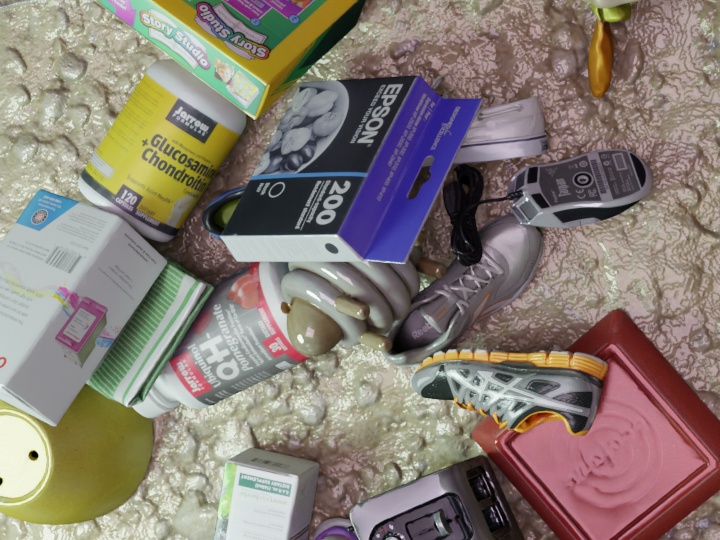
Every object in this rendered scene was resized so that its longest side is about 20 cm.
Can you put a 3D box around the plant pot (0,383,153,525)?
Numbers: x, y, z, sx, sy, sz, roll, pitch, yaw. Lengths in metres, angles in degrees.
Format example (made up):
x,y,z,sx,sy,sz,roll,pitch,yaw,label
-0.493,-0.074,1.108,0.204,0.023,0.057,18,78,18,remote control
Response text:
x,y,z,sx,sy,sz,roll,pitch,yaw,label
-0.330,0.177,1.712,0.200,0.142,0.200,1,96,14,plant pot

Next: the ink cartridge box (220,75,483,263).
x,y,z,sx,sy,sz,roll,pitch,yaw,label
-0.009,-0.095,1.543,0.200,0.043,0.198,2,53,37,ink cartridge box

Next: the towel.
x,y,z,sx,sy,sz,roll,pitch,yaw,label
-0.246,0.041,1.669,0.200,0.023,0.153,27,84,43,towel

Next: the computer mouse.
x,y,z,sx,sy,sz,roll,pitch,yaw,label
0.179,-0.065,1.589,0.200,0.044,0.110,-9,51,0,computer mouse

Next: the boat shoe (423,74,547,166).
x,y,z,sx,sy,sz,roll,pitch,yaw,label
0.076,-0.145,1.612,0.202,0.075,0.086,-4,95,12,boat shoe

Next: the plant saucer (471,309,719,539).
x,y,z,sx,sy,sz,roll,pitch,yaw,label
0.240,0.175,1.624,0.200,0.037,0.200,-42,86,15,plant saucer

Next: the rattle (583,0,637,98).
x,y,z,sx,sy,sz,roll,pitch,yaw,label
0.298,-0.259,1.549,0.200,0.130,0.143,-23,102,-11,rattle

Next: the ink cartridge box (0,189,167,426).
x,y,z,sx,sy,sz,roll,pitch,yaw,label
-0.307,0.035,1.631,0.145,0.085,0.200,18,68,44,ink cartridge box

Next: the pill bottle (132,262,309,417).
x,y,z,sx,sy,sz,roll,pitch,yaw,label
-0.142,0.071,1.670,0.200,0.111,0.111,-27,89,16,pill bottle

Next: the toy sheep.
x,y,z,sx,sy,sz,roll,pitch,yaw,label
0.000,0.000,1.578,0.138,0.138,0.200,37,69,8,toy sheep

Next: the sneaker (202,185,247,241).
x,y,z,sx,sy,sz,roll,pitch,yaw,label
-0.063,-0.057,1.648,0.200,0.089,0.079,-10,93,13,sneaker

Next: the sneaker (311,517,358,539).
x,y,z,sx,sy,sz,roll,pitch,yaw,label
-0.035,0.355,1.685,0.080,0.088,0.200,6,98,12,sneaker

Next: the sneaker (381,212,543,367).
x,y,z,sx,sy,sz,roll,pitch,yaw,label
0.098,0.026,1.614,0.076,0.092,0.200,44,104,6,sneaker

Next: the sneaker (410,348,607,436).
x,y,z,sx,sy,sz,roll,pitch,yaw,label
0.137,0.117,1.600,0.200,0.078,0.077,-2,78,31,sneaker

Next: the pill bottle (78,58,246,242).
x,y,z,sx,sy,sz,roll,pitch,yaw,label
-0.183,-0.137,1.653,0.112,0.112,0.200,34,95,9,pill bottle

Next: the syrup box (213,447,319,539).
x,y,z,sx,sy,sz,roll,pitch,yaw,label
-0.103,0.289,1.698,0.079,0.081,0.200,11,97,14,syrup box

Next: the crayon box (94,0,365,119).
x,y,z,sx,sy,sz,roll,pitch,yaw,label
-0.123,-0.263,1.603,0.200,0.173,0.058,37,145,8,crayon box

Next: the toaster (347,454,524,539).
x,y,z,sx,sy,sz,roll,pitch,yaw,label
0.089,0.283,1.603,0.119,0.200,0.181,-24,82,13,toaster
